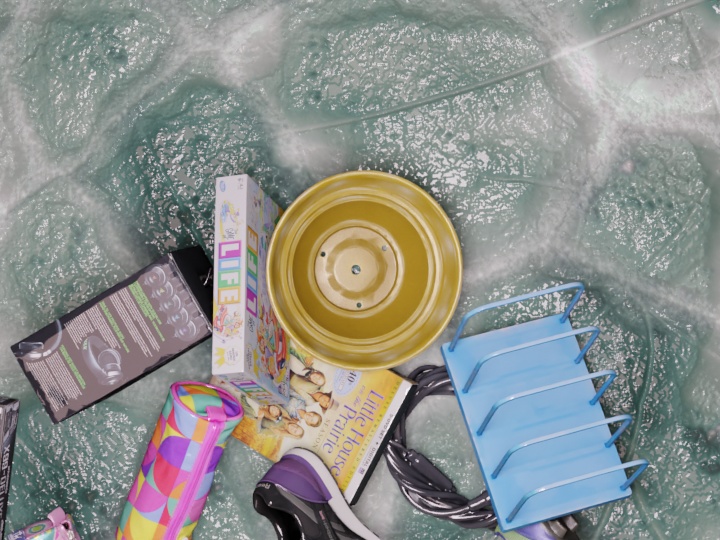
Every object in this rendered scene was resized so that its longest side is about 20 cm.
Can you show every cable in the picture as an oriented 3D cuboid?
[{"bbox_3d":[0.109,0.184,1.718,0.199,0.051,0.164,13,99,2],"label":"cable"}]

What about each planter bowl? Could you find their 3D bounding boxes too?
[{"bbox_3d":[0.000,0.000,1.688,0.199,0.083,0.201,0,91,-7],"label":"planter bowl"}]

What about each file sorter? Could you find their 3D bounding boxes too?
[{"bbox_3d":[0.181,0.131,1.616,0.138,0.123,0.201,-14,70,-12],"label":"file sorter"}]

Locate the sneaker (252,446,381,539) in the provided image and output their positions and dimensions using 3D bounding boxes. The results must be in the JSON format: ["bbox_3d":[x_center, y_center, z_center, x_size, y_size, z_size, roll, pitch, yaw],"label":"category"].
[{"bbox_3d":[-0.037,0.282,1.658,0.200,0.088,0.076,52,135,-4],"label":"sneaker"}]

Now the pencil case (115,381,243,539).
[{"bbox_3d":[-0.188,0.214,1.706,0.088,0.088,0.201,21,108,4],"label":"pencil case"}]

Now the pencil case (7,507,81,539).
[{"bbox_3d":[-0.300,0.353,1.741,0.087,0.087,0.201,-28,89,6],"label":"pencil case"}]

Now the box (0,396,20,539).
[{"bbox_3d":[-0.457,0.228,1.767,0.157,0.050,0.201,7,93,5],"label":"box"}]

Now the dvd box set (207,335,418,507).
[{"bbox_3d":[-0.058,0.133,1.711,0.200,0.029,0.147,30,96,18],"label":"dvd box set"}]

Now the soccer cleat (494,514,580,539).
[{"bbox_3d":[0.209,0.317,1.652,0.084,0.065,0.200,-44,68,26],"label":"soccer cleat"}]

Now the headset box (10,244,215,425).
[{"bbox_3d":[-0.227,0.058,1.675,0.200,0.174,0.093,-30,90,7],"label":"headset box"}]

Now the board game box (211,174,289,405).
[{"bbox_3d":[-0.107,0.022,1.650,0.034,0.134,0.201,-6,72,16],"label":"board game box"}]
